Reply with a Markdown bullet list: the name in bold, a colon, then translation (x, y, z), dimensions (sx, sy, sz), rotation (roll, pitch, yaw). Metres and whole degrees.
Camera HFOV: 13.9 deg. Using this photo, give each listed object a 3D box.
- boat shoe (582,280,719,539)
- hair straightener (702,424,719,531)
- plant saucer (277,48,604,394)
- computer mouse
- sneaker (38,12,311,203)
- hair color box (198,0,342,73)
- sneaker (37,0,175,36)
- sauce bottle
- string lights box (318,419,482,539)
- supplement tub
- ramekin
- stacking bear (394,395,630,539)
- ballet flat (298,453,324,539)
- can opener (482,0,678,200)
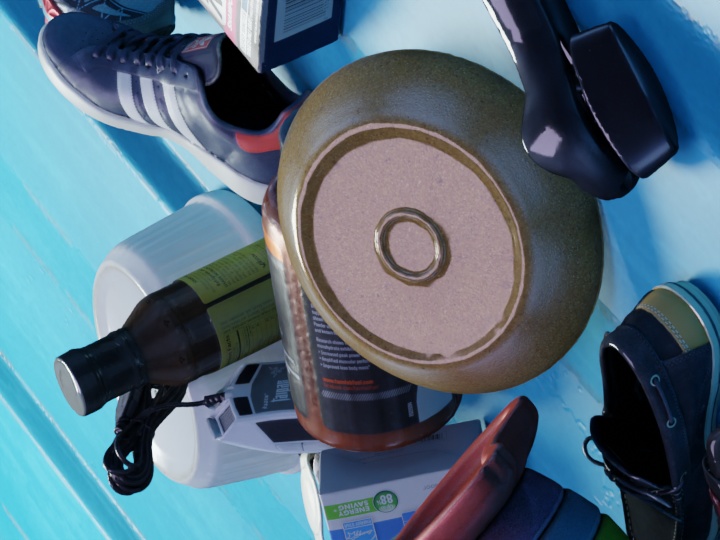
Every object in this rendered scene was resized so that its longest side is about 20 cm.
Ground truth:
- **boat shoe**: translation (0.153, 0.092, 1.559), dimensions (0.075, 0.062, 0.201), rotation (43, 150, 36)
- **hair straightener**: translation (0.221, 0.160, 1.524), dimensions (0.077, 0.041, 0.201), rotation (20, 126, 58)
- **plant saucer**: translation (0.034, -0.019, 1.602), dimensions (0.199, 0.035, 0.201), rotation (12, 117, 24)
- **computer mouse**: translation (-0.057, 0.092, 1.845), dimensions (0.110, 0.199, 0.044), rotation (-81, -17, -55)
- **sneaker**: translation (-0.108, -0.123, 1.816), dimensions (0.199, 0.075, 0.085), rotation (27, 138, 14)
- **hair color box**: translation (-0.087, -0.222, 1.745), dimensions (0.200, 0.060, 0.100), rotation (51, 152, 30)
- **sneaker**: translation (-0.187, -0.226, 1.924), dimensions (0.200, 0.079, 0.096), rotation (50, 150, 29)
- **sauce bottle**: translation (-0.096, 0.030, 1.837), dimensions (0.065, 0.199, 0.065), rotation (48, 152, 37)
- **string lights box**: translation (0.046, 0.199, 1.817), dimensions (0.059, 0.102, 0.201), rotation (-89, -15, -65)
- **supplement tub**: translation (0.000, 0.000, 1.726), dimensions (0.107, 0.107, 0.201), rotation (37, 144, 46)
- **ramekin**: translation (-0.105, 0.054, 1.989), dimensions (0.202, 0.094, 0.203), rotation (49, 150, 41)
- **stacking bear**: translation (0.118, 0.183, 1.556), dimensions (0.200, 0.121, 0.114), rotation (41, 111, -2)
- **ballet flat**: translation (0.009, 0.176, 1.886), dimensions (0.201, 0.073, 0.073), rotation (64, 156, -1)
- **can opener**: translation (0.091, -0.126, 1.494), dimensions (0.201, 0.078, 0.063), rotation (62, -165, 13)
